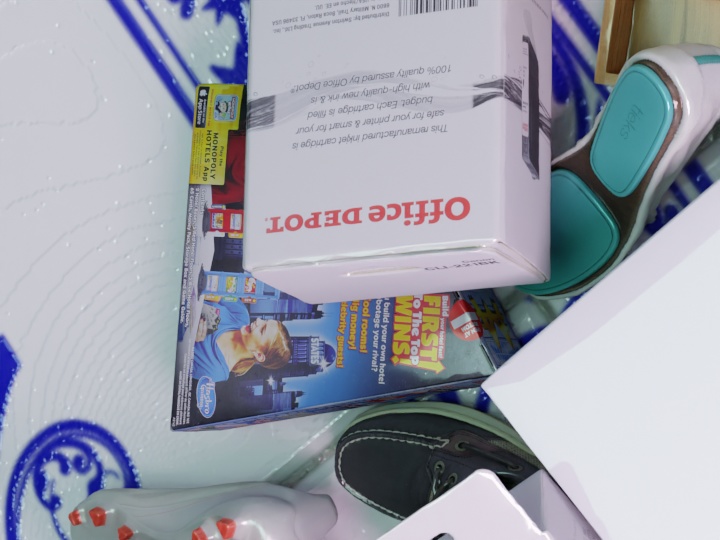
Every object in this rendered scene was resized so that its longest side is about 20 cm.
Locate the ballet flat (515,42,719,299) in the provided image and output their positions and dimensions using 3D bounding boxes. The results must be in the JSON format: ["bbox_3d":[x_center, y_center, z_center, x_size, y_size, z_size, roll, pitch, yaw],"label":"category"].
[{"bbox_3d":[0.139,-0.050,1.219,0.069,0.069,0.200,52,145,16],"label":"ballet flat"}]

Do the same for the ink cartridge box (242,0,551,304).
[{"bbox_3d":[0.021,-0.090,1.217,0.144,0.084,0.200,-5,72,24],"label":"ink cartridge box"}]

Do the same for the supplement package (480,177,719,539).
[{"bbox_3d":[0.192,0.054,1.160,0.200,0.111,0.156,-41,74,10],"label":"supplement package"}]

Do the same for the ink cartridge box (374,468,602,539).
[{"bbox_3d":[0.080,0.181,1.139,0.116,0.068,0.200,-36,106,17],"label":"ink cartridge box"}]

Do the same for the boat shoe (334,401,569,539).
[{"bbox_3d":[0.067,0.124,1.272,0.200,0.065,0.072,17,115,26],"label":"boat shoe"}]

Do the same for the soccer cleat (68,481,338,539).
[{"bbox_3d":[-0.096,0.156,1.370,0.200,0.078,0.069,-6,99,48],"label":"soccer cleat"}]

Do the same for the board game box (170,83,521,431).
[{"bbox_3d":[0.000,0.000,1.305,0.200,0.062,0.200,5,90,25],"label":"board game box"}]

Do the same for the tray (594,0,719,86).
[{"bbox_3d":[0.186,-0.190,1.213,0.099,0.037,0.200,11,99,27],"label":"tray"}]
